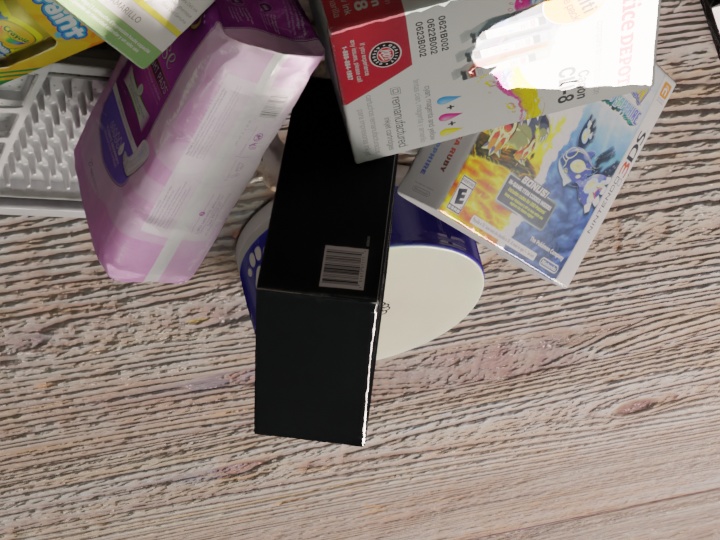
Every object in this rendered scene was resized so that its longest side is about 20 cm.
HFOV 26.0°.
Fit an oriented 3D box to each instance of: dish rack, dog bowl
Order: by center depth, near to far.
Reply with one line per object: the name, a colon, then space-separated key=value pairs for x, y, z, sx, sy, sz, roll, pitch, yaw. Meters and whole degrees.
dish rack: x=-0.195 y=-0.099 z=1.075 sx=0.200 sy=0.044 sz=0.172 roll=3 pitch=146 yaw=-29
dog bowl: x=0.000 y=0.000 z=1.305 sx=0.200 sy=0.079 sz=0.200 roll=-11 pitch=151 yaw=-6

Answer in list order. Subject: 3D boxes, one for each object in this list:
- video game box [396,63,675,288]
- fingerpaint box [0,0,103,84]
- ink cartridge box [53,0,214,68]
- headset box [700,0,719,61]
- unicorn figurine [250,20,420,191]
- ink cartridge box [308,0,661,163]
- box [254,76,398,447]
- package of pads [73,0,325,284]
video game box: x=0.133 y=-0.098 z=1.124 sx=0.200 sy=0.047 sz=0.182 roll=26 pitch=90 yaw=-52
fingerpaint box: x=-0.238 y=-0.184 z=0.872 sx=0.167 sy=0.073 sz=0.200 roll=-21 pitch=151 yaw=9
ink cartridge box: x=-0.094 y=-0.218 z=0.829 sx=0.200 sy=0.048 sz=0.146 roll=-43 pitch=149 yaw=6
headset box: x=0.326 y=-0.193 z=1.122 sx=0.149 sy=0.077 sz=0.200 roll=-22 pitch=151 yaw=14
unicorn figurine: x=-0.006 y=-0.112 z=1.101 sx=0.200 sy=0.074 sz=0.137 roll=4 pitch=129 yaw=6
ink cartridge box: x=0.069 y=-0.181 z=0.950 sx=0.200 sy=0.145 sz=0.145 roll=-15 pitch=151 yaw=-1
box: x=-0.019 y=-0.009 z=1.017 sx=0.079 sy=0.200 sz=0.141 roll=5 pitch=135 yaw=3
package of pads: x=-0.108 y=-0.098 z=0.966 sx=0.076 sy=0.121 sz=0.200 roll=8 pitch=131 yaw=-34
